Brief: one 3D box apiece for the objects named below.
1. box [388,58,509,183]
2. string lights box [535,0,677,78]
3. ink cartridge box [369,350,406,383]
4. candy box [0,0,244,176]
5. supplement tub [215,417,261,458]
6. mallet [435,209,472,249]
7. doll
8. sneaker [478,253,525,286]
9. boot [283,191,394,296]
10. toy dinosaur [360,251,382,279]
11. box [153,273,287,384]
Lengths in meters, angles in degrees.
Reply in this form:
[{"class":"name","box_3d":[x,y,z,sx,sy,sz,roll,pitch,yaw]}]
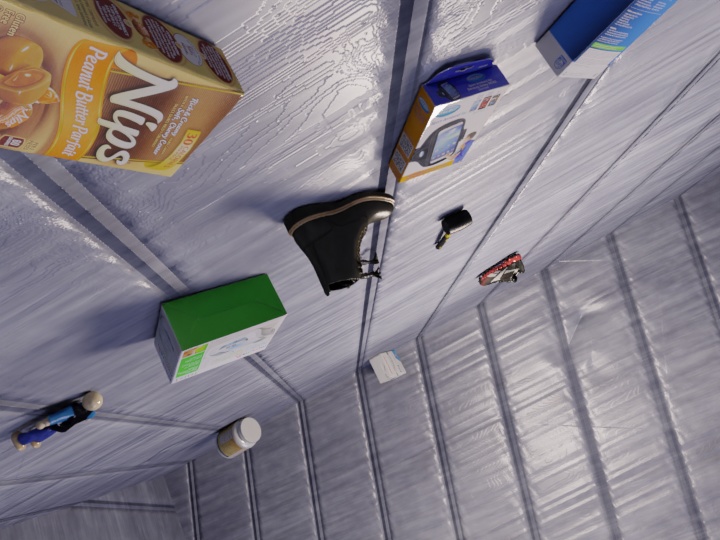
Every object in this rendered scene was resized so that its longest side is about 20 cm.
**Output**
[{"class":"box","box_3d":[0.119,-0.204,0.715,0.119,0.042,0.200,-22,165,-19]},{"class":"string lights box","box_3d":[0.325,-0.328,0.626,0.103,0.059,0.200,-15,160,-39]},{"class":"ink cartridge box","box_3d":[0.150,0.529,2.850,0.084,0.145,0.200,-33,163,22]},{"class":"candy box","box_3d":[-0.198,-0.136,0.376,0.115,0.055,0.200,-36,162,27]},{"class":"supplement tub","box_3d":[-0.596,0.816,2.525,0.200,0.145,0.145,-36,162,27]},{"class":"mallet","box_3d":[0.202,-0.084,1.236,0.066,0.041,0.200,-24,167,-18]},{"class":"doll","box_3d":[-0.632,0.317,1.092,0.200,0.049,0.136,-29,165,6]},{"class":"sneaker","box_3d":[0.551,0.019,2.007,0.200,0.098,0.071,-36,164,32]},{"class":"boot","box_3d":[-0.008,-0.043,0.828,0.200,0.138,0.077,-19,162,-29]},{"class":"toy dinosaur","box_3d":[0.000,0.000,1.146,0.088,0.048,0.200,-13,164,1]},{"class":"box","box_3d":[-0.264,0.107,0.958,0.200,0.097,0.176,-18,159,-34]}]
